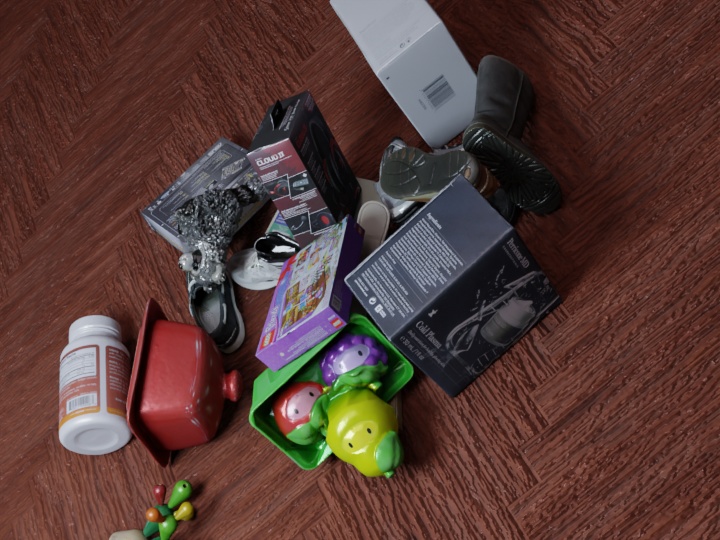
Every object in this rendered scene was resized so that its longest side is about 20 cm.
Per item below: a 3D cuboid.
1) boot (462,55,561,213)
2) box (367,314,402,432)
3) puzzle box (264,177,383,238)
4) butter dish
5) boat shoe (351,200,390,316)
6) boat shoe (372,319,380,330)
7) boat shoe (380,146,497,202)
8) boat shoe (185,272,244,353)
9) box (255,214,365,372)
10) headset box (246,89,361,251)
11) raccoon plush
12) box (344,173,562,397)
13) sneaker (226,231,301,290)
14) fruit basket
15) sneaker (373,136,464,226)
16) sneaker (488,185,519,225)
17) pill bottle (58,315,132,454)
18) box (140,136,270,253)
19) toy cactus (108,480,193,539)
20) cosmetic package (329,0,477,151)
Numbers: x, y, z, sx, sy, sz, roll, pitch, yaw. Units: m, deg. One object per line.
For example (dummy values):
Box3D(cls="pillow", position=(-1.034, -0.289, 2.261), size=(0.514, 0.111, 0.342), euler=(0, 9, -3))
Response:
Box3D(cls="boot", position=(0.220, -0.194, 1.353), size=(0.072, 0.182, 0.201), euler=(-36, 19, 31))
Box3D(cls="box", position=(-0.019, 0.142, 1.348), size=(0.161, 0.021, 0.203), euler=(-16, 56, 24))
Box3D(cls="puzzle box", position=(-0.047, -0.088, 1.502), size=(0.198, 0.025, 0.134), euler=(17, 73, 38))
Box3D(cls="butter dish", position=(-0.242, 0.166, 1.396), size=(0.145, 0.201, 0.202), euler=(1, 60, 6))
Box3D(cls="boat shoe", position=(0.000, 0.000, 1.381), size=(0.066, 0.057, 0.203), euler=(17, 74, 0))
Box3D(cls="boat shoe", position=(0.063, -0.008, 1.346), size=(0.068, 0.057, 0.202), euler=(2, 53, 30))
Box3D(cls="boat shoe", position=(0.105, -0.119, 1.313), size=(0.199, 0.073, 0.077), euler=(14, 84, 53))
Box3D(cls="boat shoe", position=(-0.238, 0.041, 1.524), size=(0.075, 0.060, 0.201), euler=(-41, 48, 6))
Box3D(cls="box", position=(-0.064, 0.027, 1.291), size=(0.136, 0.039, 0.201), euler=(-34, 26, 30))
Box3D(cls="headset box", position=(-0.081, -0.148, 1.385), size=(0.074, 0.202, 0.150), euler=(-17, 30, 21))
Box3D(cls="raccoon plush", position=(-0.196, -0.058, 1.485), size=(0.198, 0.097, 0.135), euler=(-27, 83, -13))
Box3D(cls="box", position=(0.120, 0.024, 1.212), size=(0.196, 0.200, 0.124), euler=(-43, 50, 3))
Box3D(cls="sneaker", position=(-0.144, -0.025, 1.467), size=(0.198, 0.115, 0.077), euler=(2, 64, 34))
Box3D(cls="fruit basket", position=(-0.025, 0.171, 1.236), size=(0.214, 0.156, 0.217), euler=(-30, 34, 22))
Box3D(cls="sneaker", position=(0.098, -0.168, 1.408), size=(0.199, 0.075, 0.116), euler=(-38, 67, 8))
Box3D(cls="sneaker", position=(0.136, -0.053, 1.311), size=(0.060, 0.104, 0.201), euler=(35, 84, 40))
Box3D(cls="pill bottle", position=(-0.419, 0.178, 1.526), size=(0.111, 0.112, 0.202), euler=(-25, 52, 17))
Box3D(cls="box", position=(-0.247, -0.120, 1.610), size=(0.157, 0.049, 0.200), euler=(30, 69, 39))
Box3D(cls="toy cactus", position=(-0.300, 0.390, 1.346), size=(0.163, 0.102, 0.203), euler=(-7, 67, 40))
Box3D(cls="cosmetic package", position=(0.078, -0.326, 1.449), size=(0.122, 0.199, 0.201), euler=(-36, 50, 8))
